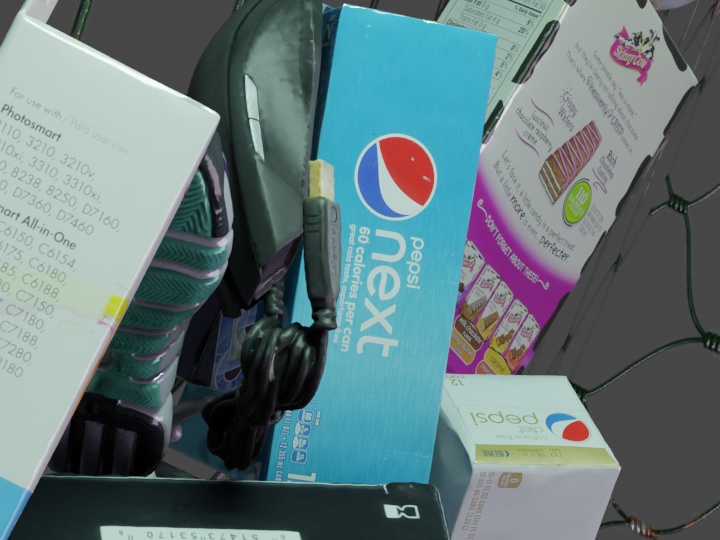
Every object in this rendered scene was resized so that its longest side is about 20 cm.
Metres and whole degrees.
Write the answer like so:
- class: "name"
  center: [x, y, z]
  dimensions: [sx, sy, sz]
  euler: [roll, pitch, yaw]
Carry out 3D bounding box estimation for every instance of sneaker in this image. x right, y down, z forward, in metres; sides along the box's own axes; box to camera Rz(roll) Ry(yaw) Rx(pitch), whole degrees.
- class: "sneaker"
  center: [-0.088, -0.010, 0.923]
  dimensions: [0.200, 0.074, 0.088]
  euler: [111, -10, -48]

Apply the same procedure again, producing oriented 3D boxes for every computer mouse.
- class: "computer mouse"
  center: [-0.040, -0.033, 0.947]
  dimensions: [0.140, 0.046, 0.201]
  euler: [138, -41, -69]

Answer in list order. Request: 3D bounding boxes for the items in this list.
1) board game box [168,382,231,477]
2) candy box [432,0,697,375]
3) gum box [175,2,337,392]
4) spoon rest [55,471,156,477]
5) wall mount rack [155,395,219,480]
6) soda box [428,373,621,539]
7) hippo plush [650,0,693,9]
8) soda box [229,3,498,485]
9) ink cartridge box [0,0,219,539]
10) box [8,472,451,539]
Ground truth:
- class: "board game box"
  center: [-0.021, 0.002, 1.271]
  dimensions: [0.201, 0.047, 0.151]
  euler: [-66, 169, 5]
- class: "candy box"
  center: [0.061, -0.044, 1.122]
  dimensions: [0.200, 0.061, 0.136]
  euler: [-57, 147, -10]
- class: "gum box"
  center: [-0.006, -0.021, 1.143]
  dimensions: [0.200, 0.044, 0.170]
  euler: [18, 97, -60]
- class: "spoon rest"
  center: [-0.127, 0.147, 1.042]
  dimensions: [0.099, 0.060, 0.201]
  euler: [-112, -147, -59]
- class: "wall mount rack"
  center: [-0.053, 0.153, 1.112]
  dimensions: [0.201, 0.173, 0.075]
  euler: [-68, 169, 16]
- class: "soda box"
  center: [0.042, 0.141, 1.050]
  dimensions: [0.064, 0.068, 0.201]
  euler: [-118, -143, -52]
- class: "hippo plush"
  center: [0.120, -0.214, 1.166]
  dimensions: [0.159, 0.160, 0.200]
  euler: [-55, 166, -41]
- class: "soda box"
  center: [0.000, 0.000, 1.001]
  dimensions: [0.064, 0.068, 0.201]
  euler: [-176, -85, -74]
- class: "ink cartridge box"
  center: [-0.101, -0.003, 0.753]
  dimensions: [0.201, 0.068, 0.115]
  euler: [-64, -174, -8]
- class: "box"
  center: [-0.074, 0.186, 0.951]
  dimensions: [0.118, 0.196, 0.200]
  euler: [-104, -158, -48]
